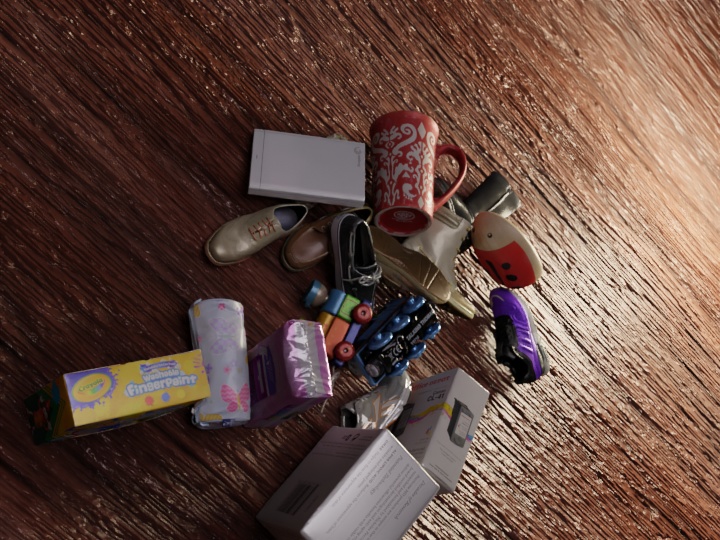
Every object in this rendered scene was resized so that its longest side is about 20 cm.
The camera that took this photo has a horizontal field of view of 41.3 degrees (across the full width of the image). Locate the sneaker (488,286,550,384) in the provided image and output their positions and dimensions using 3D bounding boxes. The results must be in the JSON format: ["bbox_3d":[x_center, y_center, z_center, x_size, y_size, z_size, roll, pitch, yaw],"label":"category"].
[{"bbox_3d":[0.295,0.132,1.869,0.099,0.069,0.201,-26,90,-38],"label":"sneaker"}]

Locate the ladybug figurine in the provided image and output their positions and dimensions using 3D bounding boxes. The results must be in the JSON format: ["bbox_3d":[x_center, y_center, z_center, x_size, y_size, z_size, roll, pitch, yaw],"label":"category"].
[{"bbox_3d":[0.276,-0.029,1.838,0.072,0.135,0.200,-51,126,-15],"label":"ladybug figurine"}]

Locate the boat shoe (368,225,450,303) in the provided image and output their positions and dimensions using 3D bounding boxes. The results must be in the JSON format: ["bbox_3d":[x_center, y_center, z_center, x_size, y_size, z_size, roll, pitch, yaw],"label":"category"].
[{"bbox_3d":[0.072,-0.001,1.716,0.199,0.065,0.071,37,43,-5],"label":"boat shoe"}]

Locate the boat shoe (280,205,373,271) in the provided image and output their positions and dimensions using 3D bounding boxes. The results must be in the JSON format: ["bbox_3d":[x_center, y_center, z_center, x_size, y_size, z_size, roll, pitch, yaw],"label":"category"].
[{"bbox_3d":[-0.058,-0.067,1.677,0.200,0.068,0.072,-38,97,-39],"label":"boat shoe"}]

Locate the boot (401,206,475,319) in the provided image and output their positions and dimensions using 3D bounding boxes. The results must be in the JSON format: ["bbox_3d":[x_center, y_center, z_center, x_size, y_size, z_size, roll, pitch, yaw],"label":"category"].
[{"bbox_3d":[0.170,-0.017,1.803,0.200,0.072,0.155,40,74,-14],"label":"boot"}]

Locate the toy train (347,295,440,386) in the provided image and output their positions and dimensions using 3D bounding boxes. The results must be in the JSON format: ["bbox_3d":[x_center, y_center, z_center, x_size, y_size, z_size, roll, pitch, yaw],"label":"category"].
[{"bbox_3d":[0.056,0.120,1.664,0.200,0.114,0.087,-44,109,-39],"label":"toy train"}]

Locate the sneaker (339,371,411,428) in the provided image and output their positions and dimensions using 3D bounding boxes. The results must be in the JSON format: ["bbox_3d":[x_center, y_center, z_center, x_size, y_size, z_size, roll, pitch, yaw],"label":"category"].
[{"bbox_3d":[0.017,0.233,1.622,0.092,0.076,0.201,38,53,-15],"label":"sneaker"}]

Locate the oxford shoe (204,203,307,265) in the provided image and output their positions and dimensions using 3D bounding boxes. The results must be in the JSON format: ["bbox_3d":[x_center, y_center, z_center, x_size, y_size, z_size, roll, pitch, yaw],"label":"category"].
[{"bbox_3d":[-0.172,-0.070,1.588,0.200,0.074,0.071,-33,94,-40],"label":"oxford shoe"}]

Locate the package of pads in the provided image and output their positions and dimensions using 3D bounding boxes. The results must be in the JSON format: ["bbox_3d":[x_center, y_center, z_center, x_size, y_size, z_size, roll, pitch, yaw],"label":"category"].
[{"bbox_3d":[-0.120,0.161,1.462,0.075,0.200,0.121,4,68,-30],"label":"package of pads"}]

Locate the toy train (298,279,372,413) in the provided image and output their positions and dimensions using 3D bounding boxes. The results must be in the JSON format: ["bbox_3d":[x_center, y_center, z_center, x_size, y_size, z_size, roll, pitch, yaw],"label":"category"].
[{"bbox_3d":[-0.070,0.122,1.602,0.115,0.085,0.201,28,75,-7],"label":"toy train"}]

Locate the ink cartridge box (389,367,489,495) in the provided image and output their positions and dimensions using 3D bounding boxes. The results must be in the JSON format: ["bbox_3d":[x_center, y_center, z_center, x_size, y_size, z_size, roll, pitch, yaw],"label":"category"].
[{"bbox_3d":[0.118,0.280,1.630,0.085,0.147,0.201,40,53,-20],"label":"ink cartridge box"}]

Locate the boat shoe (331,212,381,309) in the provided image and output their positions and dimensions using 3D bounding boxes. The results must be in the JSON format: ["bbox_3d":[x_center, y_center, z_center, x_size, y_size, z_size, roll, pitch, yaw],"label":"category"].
[{"bbox_3d":[0.002,-0.001,1.650,0.073,0.068,0.201,-22,117,-36],"label":"boat shoe"}]

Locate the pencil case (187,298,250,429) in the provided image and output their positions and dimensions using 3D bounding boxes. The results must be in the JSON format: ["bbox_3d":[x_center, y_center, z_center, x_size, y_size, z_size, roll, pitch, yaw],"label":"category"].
[{"bbox_3d":[-0.219,0.145,1.470,0.090,0.083,0.202,0,73,-15],"label":"pencil case"}]

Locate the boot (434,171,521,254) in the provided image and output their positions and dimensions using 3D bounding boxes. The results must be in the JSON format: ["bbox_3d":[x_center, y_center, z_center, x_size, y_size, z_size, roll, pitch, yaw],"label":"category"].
[{"bbox_3d":[0.225,-0.149,1.918,0.200,0.065,0.166,-36,109,-34],"label":"boot"}]

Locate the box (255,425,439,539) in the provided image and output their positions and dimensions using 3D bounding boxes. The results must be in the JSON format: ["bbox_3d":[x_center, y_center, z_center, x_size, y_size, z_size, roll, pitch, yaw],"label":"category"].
[{"bbox_3d":[-0.022,0.350,1.439,0.131,0.199,0.200,48,66,-12],"label":"box"}]

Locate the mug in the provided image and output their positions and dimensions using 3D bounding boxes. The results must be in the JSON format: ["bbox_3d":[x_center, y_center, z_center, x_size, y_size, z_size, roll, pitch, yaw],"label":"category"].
[{"bbox_3d":[0.099,-0.178,1.758,0.134,0.176,0.201,54,33,-55],"label":"mug"}]

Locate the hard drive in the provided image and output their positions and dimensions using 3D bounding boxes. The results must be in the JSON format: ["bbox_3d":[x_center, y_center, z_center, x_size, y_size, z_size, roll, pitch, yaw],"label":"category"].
[{"bbox_3d":[-0.091,-0.178,1.657,0.198,0.027,0.133,7,56,-9],"label":"hard drive"}]

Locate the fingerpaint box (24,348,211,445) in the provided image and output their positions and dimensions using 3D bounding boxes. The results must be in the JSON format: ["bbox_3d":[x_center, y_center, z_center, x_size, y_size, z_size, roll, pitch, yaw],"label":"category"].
[{"bbox_3d":[-0.334,0.176,1.316,0.199,0.166,0.074,-8,78,-39],"label":"fingerpaint box"}]

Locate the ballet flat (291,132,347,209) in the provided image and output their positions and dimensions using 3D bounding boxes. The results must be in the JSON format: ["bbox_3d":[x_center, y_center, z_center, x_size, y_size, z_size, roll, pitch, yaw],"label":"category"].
[{"bbox_3d":[-0.057,-0.184,1.725,0.076,0.064,0.201,41,53,-16],"label":"ballet flat"}]
